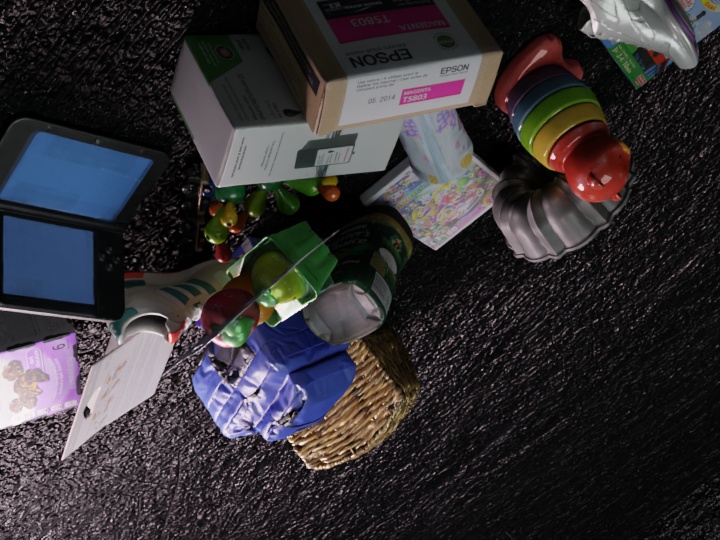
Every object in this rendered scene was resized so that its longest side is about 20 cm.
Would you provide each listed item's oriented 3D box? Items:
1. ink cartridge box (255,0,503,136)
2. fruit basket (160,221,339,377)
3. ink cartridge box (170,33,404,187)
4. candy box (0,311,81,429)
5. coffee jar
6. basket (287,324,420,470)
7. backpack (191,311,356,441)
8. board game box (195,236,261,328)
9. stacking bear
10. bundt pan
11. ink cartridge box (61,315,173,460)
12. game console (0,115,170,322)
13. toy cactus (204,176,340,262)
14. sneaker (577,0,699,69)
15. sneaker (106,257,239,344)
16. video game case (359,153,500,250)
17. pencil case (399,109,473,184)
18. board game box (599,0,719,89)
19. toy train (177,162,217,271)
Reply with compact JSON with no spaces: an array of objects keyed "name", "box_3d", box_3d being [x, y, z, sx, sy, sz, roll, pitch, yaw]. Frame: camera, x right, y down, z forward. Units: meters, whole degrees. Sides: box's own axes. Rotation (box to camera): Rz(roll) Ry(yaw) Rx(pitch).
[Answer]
[{"name":"ink cartridge box","box_3d":[0.017,-0.232,1.182,0.200,0.165,0.075,-14,145,-24]},{"name":"fruit basket","box_3d":[-0.121,0.041,1.309,0.200,0.094,0.185,-50,-171,-34]},{"name":"ink cartridge box","box_3d":[-0.075,-0.171,1.216,0.200,0.147,0.083,-9,143,-31]},{"name":"candy box","box_3d":[-0.444,0.122,1.411,0.200,0.072,0.168,-16,147,-20]},{"name":"coffee jar","box_3d":[0.000,0.000,1.466,0.104,0.200,0.085,-26,111,28]},{"name":"basket","box_3d":[-0.006,0.195,1.750,0.200,0.143,0.149,-41,171,17]},{"name":"backpack","box_3d":[-0.116,0.133,1.496,0.162,0.168,0.200,-11,153,-42]},{"name":"board game box","box_3d":[-0.111,0.033,1.570,0.134,0.045,0.200,-44,145,24]},{"name":"stacking bear","box_3d":[0.255,-0.168,1.424,0.114,0.200,0.121,-38,147,15]},{"name":"bundt pan","box_3d":[0.252,-0.111,1.530,0.202,0.202,0.076,-39,119,15]},{"name":"ink cartridge box","box_3d":[-0.309,0.125,1.483,0.176,0.045,0.200,-36,160,-46]},{"name":"game console","box_3d":[-0.308,-0.047,1.244,0.116,0.176,0.200,-17,161,41]},{"name":"toy cactus","box_3d":[-0.111,-0.115,1.308,0.200,0.102,0.165,-38,129,-8]},{"name":"sneaker","box_3d":[0.316,-0.298,1.377,0.200,0.075,0.100,38,121,-23]},{"name":"sneaker","box_3d":[-0.209,0.045,1.405,0.199,0.094,0.070,-7,144,-18]},{"name":"video game case","box_3d":[0.105,-0.104,1.572,0.143,0.018,0.200,-38,147,16]},{"name":"pencil case","box_3d":[0.075,-0.181,1.370,0.083,0.091,0.200,-30,149,2]},{"name":"board game box","box_3d":[0.393,-0.329,1.459,0.200,0.037,0.151,-39,146,14]},{"name":"toy train","box_3d":[-0.191,-0.053,1.390,0.046,0.034,0.200,1,141,-10]}]
